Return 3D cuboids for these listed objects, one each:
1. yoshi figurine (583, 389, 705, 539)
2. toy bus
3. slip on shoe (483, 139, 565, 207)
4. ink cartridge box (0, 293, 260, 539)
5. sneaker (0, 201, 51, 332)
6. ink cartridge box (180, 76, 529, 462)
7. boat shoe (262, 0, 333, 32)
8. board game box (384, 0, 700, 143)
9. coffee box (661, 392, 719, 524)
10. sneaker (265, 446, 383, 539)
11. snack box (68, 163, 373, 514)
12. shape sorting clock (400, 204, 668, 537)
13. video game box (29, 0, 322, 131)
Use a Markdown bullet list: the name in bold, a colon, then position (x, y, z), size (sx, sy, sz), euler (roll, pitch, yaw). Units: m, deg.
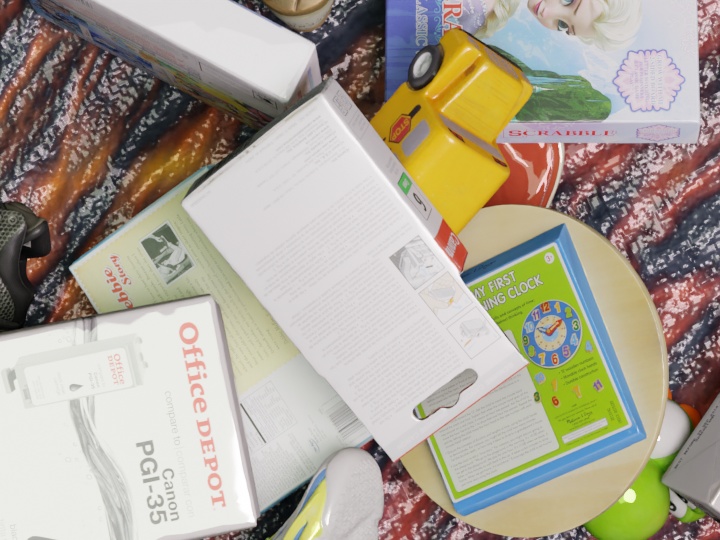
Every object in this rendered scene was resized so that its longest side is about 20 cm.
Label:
- **yoshi figurine**: position (0.137, 0.092, 1.677), size (0.112, 0.112, 0.200), euler (-45, 87, 6)
- **toy bus**: position (0.024, -0.047, 1.633), size (0.065, 0.078, 0.200), euler (30, 111, -32)
- **slip on shoe**: position (0.058, -0.021, 1.709), size (0.074, 0.061, 0.200), euler (42, 87, 7)
- **ink cartridge box**: position (-0.170, 0.103, 1.636), size (0.199, 0.083, 0.148), euler (-11, 86, -4)
- **sneaker**: position (-0.269, -0.042, 1.718), size (0.114, 0.076, 0.200), euler (-29, 88, -2)
- **ink cartridge box**: position (0.000, 0.000, 1.578), size (0.109, 0.050, 0.200), euler (-36, 99, 16)
- **boat shoe**: position (-0.053, -0.247, 1.729), size (0.073, 0.066, 0.201), euler (-6, 72, 3)
- **board game box**: position (0.114, -0.180, 1.710), size (0.198, 0.041, 0.201), euler (-1, 74, 2)
- **coffee box**: position (0.300, 0.143, 1.642), size (0.200, 0.080, 0.113), euler (36, 86, -17)
- **sneaker**: position (-0.060, 0.193, 1.663), size (0.105, 0.076, 0.201), euler (21, 92, 34)
- **snack box**: position (-0.084, 0.047, 1.707), size (0.116, 0.037, 0.201), euler (-34, 85, 15)
- **shape sorting clock**: position (0.096, 0.060, 1.627), size (0.199, 0.039, 0.202), euler (5, 99, 30)
- **video game box**: position (-0.118, -0.149, 1.666), size (0.199, 0.182, 0.047), euler (28, 82, 4)
